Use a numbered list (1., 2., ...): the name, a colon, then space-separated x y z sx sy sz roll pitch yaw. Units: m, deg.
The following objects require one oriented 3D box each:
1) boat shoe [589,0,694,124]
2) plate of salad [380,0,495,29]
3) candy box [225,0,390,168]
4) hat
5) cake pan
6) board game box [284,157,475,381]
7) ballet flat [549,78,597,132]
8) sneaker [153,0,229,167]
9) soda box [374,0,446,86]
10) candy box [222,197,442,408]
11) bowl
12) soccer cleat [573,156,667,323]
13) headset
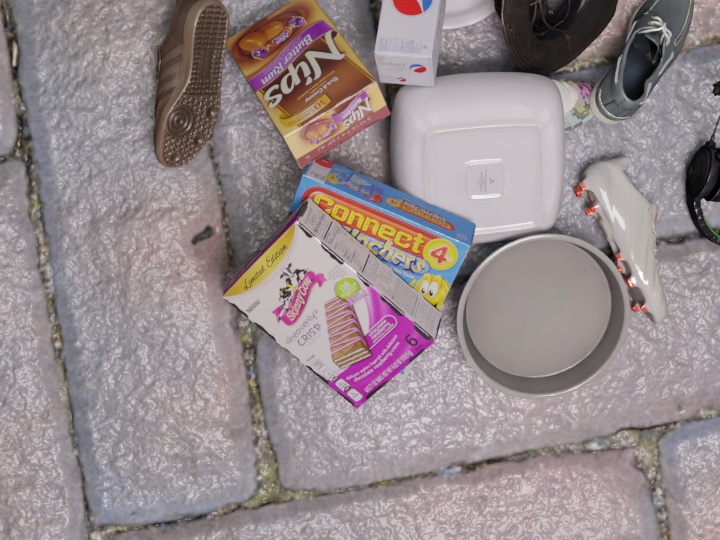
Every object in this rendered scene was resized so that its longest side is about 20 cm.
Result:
1. boat shoe: 0.336 -0.255 1.319 0.073 0.062 0.200 37 74 -7
2. plate of salad: 0.097 -0.383 1.339 0.199 0.048 0.201 0 91 -1
3. candy box: -0.062 -0.215 1.274 0.116 0.057 0.200 -31 50 -1
4. hat: 0.209 -0.324 1.319 0.200 0.081 0.202 -21 123 -35
5. cake pan: 0.207 0.050 1.321 0.199 0.037 0.201 -1 108 -3
6. board game box: 0.000 0.000 1.288 0.199 0.056 0.196 22 121 -1
7. ballet flat: 0.188 -0.181 1.325 0.199 0.071 0.069 -21 53 1
8. sneaker: -0.203 -0.221 1.330 0.070 0.075 0.201 4 111 -42
9. soda box: 0.061 -0.306 1.252 0.063 0.068 0.201 7 73 9
10. candy box: -0.030 0.038 1.248 0.200 0.061 0.136 40 120 -10
11. bowl: 0.135 -0.115 1.286 0.198 0.075 0.201 -4 117 -1
12. soccer cleat: 0.320 -0.037 1.336 0.077 0.069 0.201 -24 88 -4
13. headset: 0.436 -0.120 1.323 0.123 0.094 0.201 -17 102 -2
